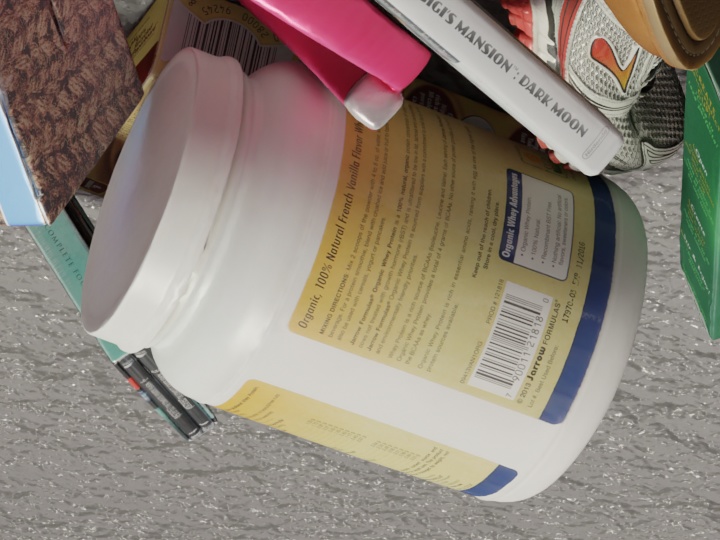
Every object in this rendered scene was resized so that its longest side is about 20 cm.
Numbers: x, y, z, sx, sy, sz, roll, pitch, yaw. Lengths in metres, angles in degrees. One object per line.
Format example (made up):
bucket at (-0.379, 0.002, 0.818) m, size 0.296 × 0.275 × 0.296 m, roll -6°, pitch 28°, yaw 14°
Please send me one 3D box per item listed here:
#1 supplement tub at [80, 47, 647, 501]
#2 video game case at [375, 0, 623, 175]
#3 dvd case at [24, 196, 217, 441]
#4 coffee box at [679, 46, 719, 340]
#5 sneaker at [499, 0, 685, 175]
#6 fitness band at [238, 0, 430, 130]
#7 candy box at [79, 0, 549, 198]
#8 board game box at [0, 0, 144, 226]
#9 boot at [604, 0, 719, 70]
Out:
supplement tub at (0.000, 0.000, 1.174) m, size 0.199 × 0.145 × 0.144 m, roll 20°, pitch 153°, yaw -17°
video game case at (-0.011, -0.125, 1.034) m, size 0.182 × 0.023 × 0.200 m, roll 36°, pitch -174°, yaw -38°
dvd case at (-0.123, -0.002, 1.306) m, size 0.022 × 0.146 × 0.200 m, roll -33°, pitch 165°, yaw -3°
coffee box at (0.191, -0.048, 1.160) m, size 0.122 × 0.044 × 0.200 m, roll -18°, pitch 153°, yaw -2°
sneaker at (0.101, -0.099, 1.111) m, size 0.082 × 0.078 × 0.200 m, roll 1°, pitch 152°, yaw 19°
fitness band at (-0.043, -0.115, 1.063) m, size 0.144 × 0.037 × 0.200 m, roll 39°, pitch -177°, yaw -15°
candy box at (-0.019, -0.048, 1.288) m, size 0.199 × 0.056 × 0.115 m, roll 21°, pitch 151°, yaw -17°
board game box at (-0.211, -0.108, 1.144) m, size 0.199 × 0.097 × 0.160 m, roll 0°, pitch 126°, yaw 24°
boot at (0.034, -0.150, 0.998) m, size 0.155 × 0.077 × 0.200 m, roll -5°, pitch 131°, yaw 39°
